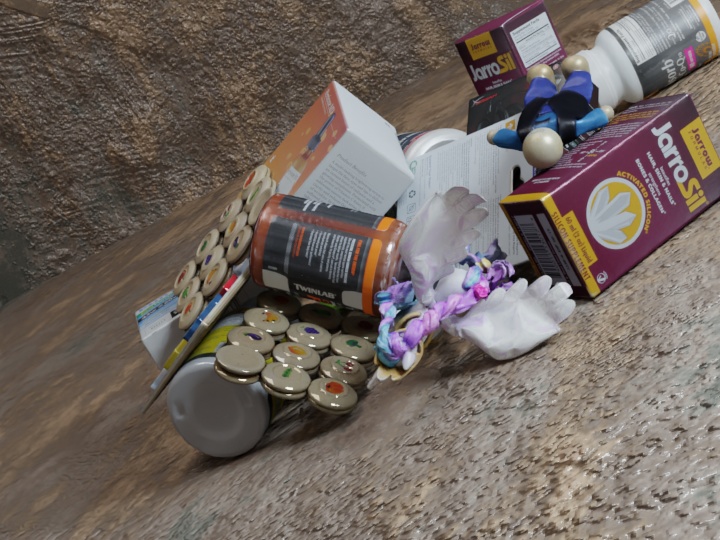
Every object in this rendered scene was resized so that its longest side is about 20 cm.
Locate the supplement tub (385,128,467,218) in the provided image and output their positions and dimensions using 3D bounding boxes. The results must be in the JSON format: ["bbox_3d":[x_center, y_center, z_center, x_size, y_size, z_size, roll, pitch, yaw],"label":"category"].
[{"bbox_3d":[0.087,-0.120,1.652,0.140,0.141,0.200,-34,13,-14],"label":"supplement tub"}]

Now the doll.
[{"bbox_3d":[0.193,-0.157,1.242,0.135,0.049,0.201,-12,28,20],"label":"doll"}]

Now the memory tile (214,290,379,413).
[{"bbox_3d":[-0.060,0.080,1.265,0.151,0.017,0.200,17,25,6],"label":"memory tile"}]

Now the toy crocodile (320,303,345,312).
[{"bbox_3d":[0.000,0.000,1.578,0.067,0.062,0.200,-20,16,37],"label":"toy crocodile"}]

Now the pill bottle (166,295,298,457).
[{"bbox_3d":[-0.129,0.110,1.339,0.113,0.115,0.200,-25,13,22],"label":"pill bottle"}]

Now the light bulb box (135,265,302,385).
[{"bbox_3d":[-0.179,0.071,1.576,0.197,0.126,0.200,-32,14,-8],"label":"light bulb box"}]

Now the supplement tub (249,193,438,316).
[{"bbox_3d":[-0.013,-0.013,1.299,0.198,0.108,0.107,14,28,14],"label":"supplement tub"}]

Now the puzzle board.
[{"bbox_3d":[-0.169,0.056,1.334,0.151,0.017,0.200,-51,3,33],"label":"puzzle board"}]

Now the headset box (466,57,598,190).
[{"bbox_3d":[0.197,-0.125,1.404,0.148,0.075,0.202,-19,53,40],"label":"headset box"}]

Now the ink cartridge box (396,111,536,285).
[{"bbox_3d":[0.124,-0.062,1.350,0.198,0.043,0.199,-19,53,36],"label":"ink cartridge box"}]

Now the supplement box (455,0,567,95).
[{"bbox_3d":[0.228,-0.248,1.640,0.085,0.202,0.110,-34,14,-29],"label":"supplement box"}]

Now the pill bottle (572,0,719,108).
[{"bbox_3d":[0.404,-0.310,1.711,0.199,0.117,0.116,-31,13,4],"label":"pill bottle"}]

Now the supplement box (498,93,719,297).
[{"bbox_3d":[0.250,-0.074,1.177,0.199,0.111,0.085,-35,14,-18],"label":"supplement box"}]

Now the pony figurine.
[{"bbox_3d":[0.088,0.025,1.140,0.193,0.167,0.200,-43,0,17],"label":"pony figurine"}]

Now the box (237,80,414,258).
[{"bbox_3d":[-0.047,-0.098,1.452,0.200,0.106,0.153,-48,25,18],"label":"box"}]

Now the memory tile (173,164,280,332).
[{"bbox_3d":[-0.162,-0.029,1.431,0.201,0.017,0.154,-53,23,12],"label":"memory tile"}]
